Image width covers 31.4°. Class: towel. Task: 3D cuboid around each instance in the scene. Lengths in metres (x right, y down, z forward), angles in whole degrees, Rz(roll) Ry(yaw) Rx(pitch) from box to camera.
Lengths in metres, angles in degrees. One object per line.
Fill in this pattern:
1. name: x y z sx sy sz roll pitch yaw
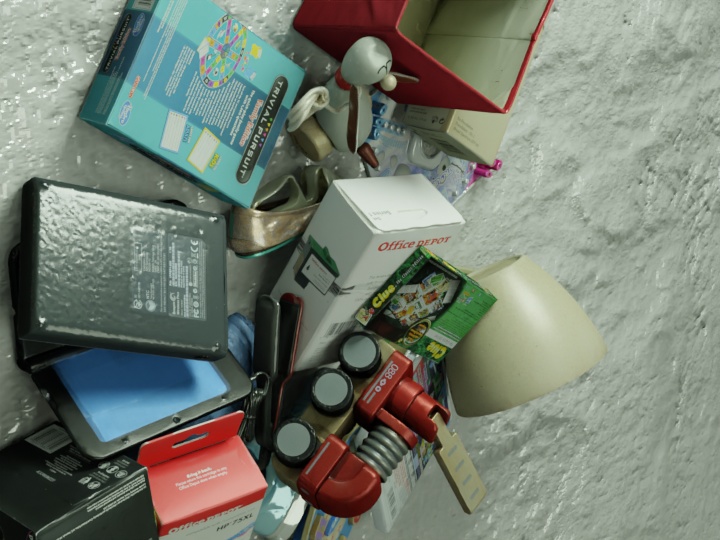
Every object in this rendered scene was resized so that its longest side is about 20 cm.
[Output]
1. towel: -0.162 0.148 1.315 0.201 0.048 0.112 -50 133 -24

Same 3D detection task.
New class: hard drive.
1. hard drive: -0.211 0.002 1.158 0.198 0.033 0.142 11 69 -38

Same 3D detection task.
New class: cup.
1. cup: 0.178 0.067 1.537 0.199 0.199 0.145 -27 96 -39

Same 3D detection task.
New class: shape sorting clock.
1. shape sorting clock: -0.024 0.271 1.472 0.200 0.039 0.202 -52 150 -45

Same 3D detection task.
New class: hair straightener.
1. hair straightener: -0.110 0.122 1.307 0.076 0.041 0.203 0 107 -48

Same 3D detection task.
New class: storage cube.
1. storage cube: 0.068 -0.281 1.308 0.199 0.179 0.173 29 81 -38

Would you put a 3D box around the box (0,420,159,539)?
1. box: -0.267 0.268 1.164 0.124 0.147 0.203 -26 121 -40

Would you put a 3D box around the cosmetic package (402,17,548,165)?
1. cosmetic package: 0.134 -0.235 1.455 0.103 0.072 0.203 25 84 -48

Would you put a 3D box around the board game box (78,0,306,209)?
1. board game box: -0.155 -0.168 1.218 0.199 0.047 0.153 31 80 -48

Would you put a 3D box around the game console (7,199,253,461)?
1. game console: -0.206 0.048 1.182 0.198 0.115 0.179 -20 119 -43

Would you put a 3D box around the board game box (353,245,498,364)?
1. board game box: 0.075 0.041 1.386 0.105 0.023 0.200 -48 151 6

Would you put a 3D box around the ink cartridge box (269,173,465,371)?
1. ink cartridge box: 0.000 0.000 1.351 0.145 0.085 0.201 -8 138 -46

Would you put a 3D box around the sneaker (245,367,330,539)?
1. sneaker: -0.081 0.191 1.404 0.081 0.074 0.203 30 68 -26

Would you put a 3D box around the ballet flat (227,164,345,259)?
1. ballet flat: -0.058 -0.072 1.345 0.199 0.067 0.068 -25 113 -42

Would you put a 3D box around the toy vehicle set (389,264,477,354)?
1. toy vehicle set: 0.082 0.053 1.566 0.198 0.026 0.126 8 96 -49

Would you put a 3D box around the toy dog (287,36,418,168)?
1. toy dog: 0.000 -0.157 1.294 0.096 0.200 0.132 43 90 -3

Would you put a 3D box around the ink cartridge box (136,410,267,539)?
1. ink cartridge box: -0.162 0.232 1.223 0.115 0.068 0.202 -16 143 -32

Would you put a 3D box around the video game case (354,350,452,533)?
1. video game case: 0.054 0.188 1.529 0.183 0.023 0.201 -56 152 -31

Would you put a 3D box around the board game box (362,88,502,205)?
1. board game box: 0.084 -0.151 1.502 0.200 0.026 0.202 -43 130 -30

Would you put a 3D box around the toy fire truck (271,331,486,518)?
1. toy fire truck: 0.029 0.194 1.336 0.177 0.199 0.129 -51 163 -18
